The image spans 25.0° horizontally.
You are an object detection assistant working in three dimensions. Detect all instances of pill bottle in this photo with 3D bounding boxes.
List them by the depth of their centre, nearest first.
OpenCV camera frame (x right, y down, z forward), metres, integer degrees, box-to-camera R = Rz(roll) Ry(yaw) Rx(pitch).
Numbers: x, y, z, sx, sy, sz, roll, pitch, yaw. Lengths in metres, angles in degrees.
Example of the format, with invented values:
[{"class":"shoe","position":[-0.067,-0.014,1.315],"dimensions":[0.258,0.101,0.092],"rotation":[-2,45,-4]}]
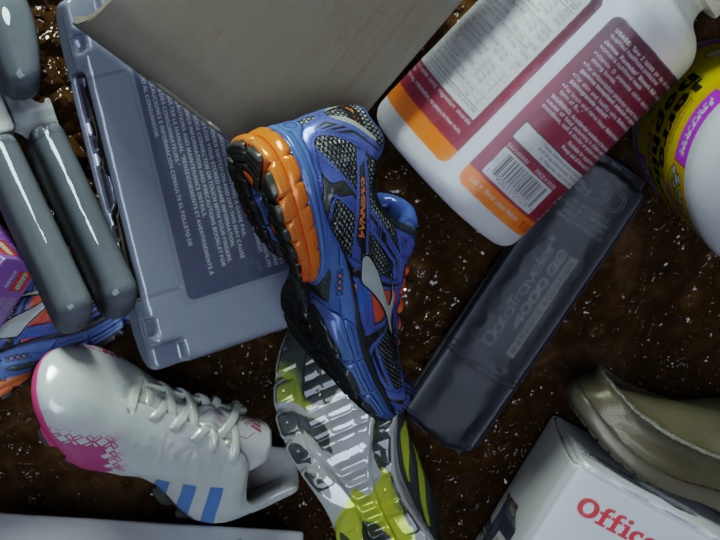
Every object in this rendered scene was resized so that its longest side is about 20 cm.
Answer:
[{"class":"pill bottle","position":[0.212,-0.058,0.858],"dimensions":[0.103,0.200,0.106],"rotation":[-1,106,-3]},{"class":"pill bottle","position":[0.112,-0.119,0.884],"dimensions":[0.109,0.110,0.200],"rotation":[43,100,-13]}]

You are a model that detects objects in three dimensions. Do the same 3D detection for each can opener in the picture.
[{"class":"can opener","position":[-0.177,-0.062,0.869],"dimensions":[0.052,0.067,0.202],"rotation":[-18,71,-25]}]

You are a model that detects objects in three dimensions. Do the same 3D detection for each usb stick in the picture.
[{"class":"usb stick","position":[0.096,0.018,0.962],"dimensions":[0.055,0.033,0.201],"rotation":[32,102,-4]}]

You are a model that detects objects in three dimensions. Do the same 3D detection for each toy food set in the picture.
[{"class":"toy food set","position":[-0.031,-0.159,0.834],"dimensions":[0.143,0.061,0.200],"rotation":[36,102,-25]}]

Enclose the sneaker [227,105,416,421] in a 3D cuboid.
[{"class":"sneaker","position":[0.000,0.000,0.846],"dimensions":[0.078,0.075,0.201],"rotation":[-31,134,-14]}]

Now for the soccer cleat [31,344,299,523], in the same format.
[{"class":"soccer cleat","position":[-0.102,0.086,0.908],"dimensions":[0.085,0.071,0.200],"rotation":[-14,151,21]}]

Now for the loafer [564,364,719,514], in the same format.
[{"class":"loafer","position":[0.210,0.103,0.973],"dimensions":[0.199,0.076,0.068],"rotation":[29,102,-21]}]

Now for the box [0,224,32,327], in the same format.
[{"class":"box","position":[-0.282,0.033,0.908],"dimensions":[0.137,0.039,0.201],"rotation":[40,102,21]}]

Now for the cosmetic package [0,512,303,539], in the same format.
[{"class":"cosmetic package","position":[-0.134,0.211,0.954],"dimensions":[0.197,0.108,0.085],"rotation":[4,140,-2]}]

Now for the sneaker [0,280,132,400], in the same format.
[{"class":"sneaker","position":[-0.182,0.014,0.927],"dimensions":[0.199,0.075,0.079],"rotation":[-29,102,4]}]

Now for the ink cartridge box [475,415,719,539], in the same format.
[{"class":"ink cartridge box","position":[0.133,0.213,0.991],"dimensions":[0.144,0.084,0.201],"rotation":[28,103,-10]}]

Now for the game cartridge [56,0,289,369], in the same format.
[{"class":"game cartridge","position":[-0.081,-0.061,0.893],"dimensions":[0.132,0.041,0.203],"rotation":[-16,98,-26]}]

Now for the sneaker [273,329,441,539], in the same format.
[{"class":"sneaker","position":[0.001,0.116,0.967],"dimensions":[0.074,0.085,0.202],"rotation":[-15,85,6]}]
